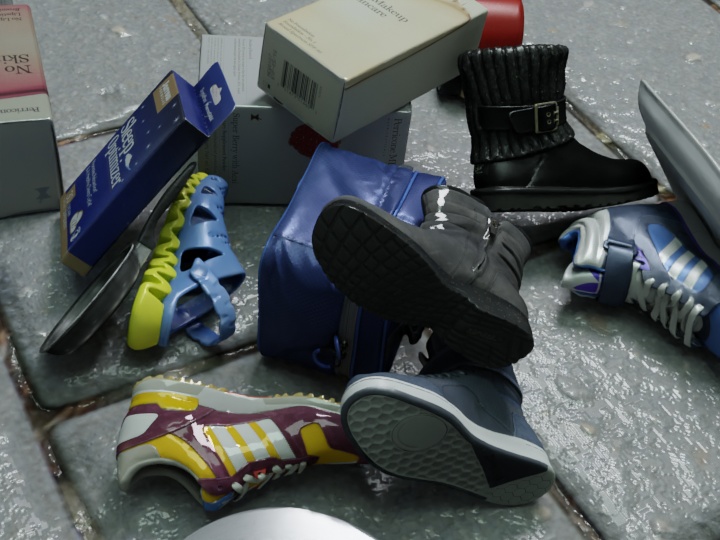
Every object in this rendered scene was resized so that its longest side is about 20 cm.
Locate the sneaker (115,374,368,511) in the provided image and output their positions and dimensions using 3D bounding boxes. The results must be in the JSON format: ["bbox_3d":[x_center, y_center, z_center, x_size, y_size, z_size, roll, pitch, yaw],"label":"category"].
[{"bbox_3d":[-0.081,0.141,0.791,0.199,0.075,0.090,7,59,1],"label":"sneaker"}]

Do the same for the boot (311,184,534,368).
[{"bbox_3d":[0.049,-0.020,0.797,0.200,0.070,0.132,36,37,-26],"label":"boot"}]

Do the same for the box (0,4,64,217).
[{"bbox_3d":[-0.364,-0.154,1.016,0.127,0.109,0.200,-10,46,-17],"label":"box"}]

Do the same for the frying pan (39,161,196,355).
[{"bbox_3d":[-0.201,-0.001,0.883,0.031,0.115,0.190,42,59,-15],"label":"frying pan"}]

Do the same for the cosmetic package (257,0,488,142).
[{"bbox_3d":[0.013,-0.204,0.970,0.103,0.073,0.200,38,50,21],"label":"cosmetic package"}]

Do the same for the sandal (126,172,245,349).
[{"bbox_3d":[-0.141,-0.003,0.925,0.087,0.080,0.201,16,49,-8],"label":"sandal"}]

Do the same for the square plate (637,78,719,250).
[{"bbox_3d":[0.326,-0.056,0.981,0.028,0.198,0.200,-32,48,11],"label":"square plate"}]

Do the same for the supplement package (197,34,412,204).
[{"bbox_3d":[-0.059,-0.146,1.041,0.199,0.122,0.120,0,44,-7],"label":"supplement package"}]

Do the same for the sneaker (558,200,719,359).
[{"bbox_3d":[0.257,0.022,0.952,0.146,0.081,0.201,-12,50,-8],"label":"sneaker"}]

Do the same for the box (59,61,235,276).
[{"bbox_3d":[-0.192,-0.100,0.928,0.032,0.200,0.121,38,13,-31],"label":"box"}]

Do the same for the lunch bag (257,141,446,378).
[{"bbox_3d":[0.000,0.000,0.889,0.132,0.136,0.200,15,46,8],"label":"lunch bag"}]

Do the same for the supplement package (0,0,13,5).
[{"bbox_3d":[-0.494,-0.300,1.141,0.200,0.118,0.117,-28,55,-31],"label":"supplement package"}]

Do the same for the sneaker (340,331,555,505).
[{"bbox_3d":[0.053,0.086,0.807,0.202,0.077,0.147,29,33,-36],"label":"sneaker"}]

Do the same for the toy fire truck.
[{"bbox_3d":[0.156,-0.313,1.183,0.128,0.201,0.176,2,44,-5],"label":"toy fire truck"}]

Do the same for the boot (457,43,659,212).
[{"bbox_3d":[0.192,-0.136,1.008,0.210,0.159,0.079,-3,1,-25],"label":"boot"}]

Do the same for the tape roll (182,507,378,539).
[{"bbox_3d":[-0.051,0.254,0.674,0.199,0.066,0.201,4,43,-4],"label":"tape roll"}]
